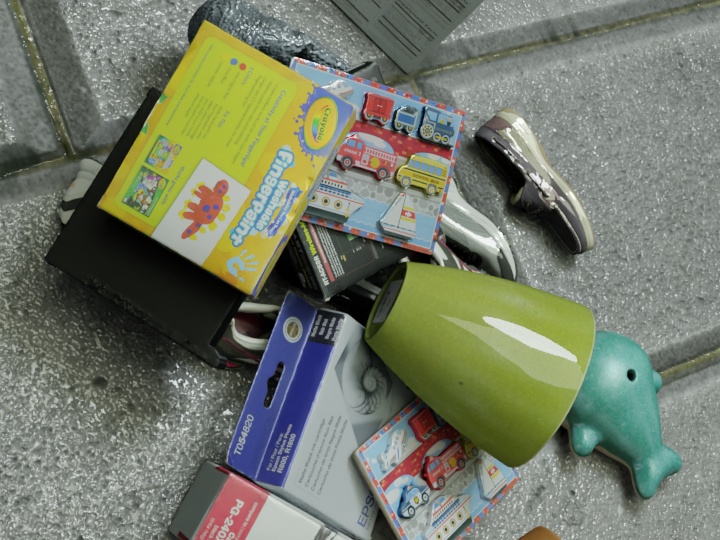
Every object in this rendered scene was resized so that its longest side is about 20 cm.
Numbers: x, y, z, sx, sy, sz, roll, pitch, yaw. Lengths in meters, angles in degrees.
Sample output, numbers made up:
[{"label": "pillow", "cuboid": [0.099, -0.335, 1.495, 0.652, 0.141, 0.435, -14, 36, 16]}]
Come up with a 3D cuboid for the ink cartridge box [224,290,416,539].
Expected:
[{"label": "ink cartridge box", "cuboid": [-0.032, 0.152, 1.482, 0.200, 0.040, 0.201, 37, 63, -39]}]

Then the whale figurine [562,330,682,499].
[{"label": "whale figurine", "cuboid": [0.307, 0.163, 1.651, 0.159, 0.104, 0.201, -33, 88, -30]}]

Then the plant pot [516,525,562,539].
[{"label": "plant pot", "cuboid": [0.177, 0.388, 1.476, 0.139, 0.200, 0.201, -27, 85, -13]}]

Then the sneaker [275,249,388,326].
[{"label": "sneaker", "cuboid": [0.000, 0.000, 1.583, 0.199, 0.072, 0.083, 30, 62, -13]}]

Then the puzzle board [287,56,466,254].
[{"label": "puzzle board", "cuboid": [0.004, -0.112, 1.420, 0.198, 0.017, 0.152, 14, 87, -23]}]

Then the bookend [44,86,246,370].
[{"label": "bookend", "cuboid": [-0.171, -0.039, 1.411, 0.198, 0.092, 0.201, 31, 86, 2]}]

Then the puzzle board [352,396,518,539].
[{"label": "puzzle board", "cuboid": [0.088, 0.211, 1.536, 0.200, 0.017, 0.152, -35, 99, -44]}]

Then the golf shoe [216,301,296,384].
[{"label": "golf shoe", "cuboid": [-0.078, 0.080, 1.512, 0.198, 0.088, 0.078, 13, 66, -22]}]

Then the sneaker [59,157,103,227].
[{"label": "sneaker", "cuboid": [-0.227, -0.031, 1.499, 0.199, 0.074, 0.080, 33, 77, -6]}]

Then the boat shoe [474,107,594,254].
[{"label": "boat shoe", "cuboid": [0.207, -0.098, 1.717, 0.065, 0.072, 0.201, -33, 91, -18]}]

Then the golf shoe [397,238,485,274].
[{"label": "golf shoe", "cuboid": [0.093, 0.018, 1.587, 0.200, 0.077, 0.088, 47, 18, -9]}]

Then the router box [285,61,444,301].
[{"label": "router box", "cuboid": [-0.021, -0.091, 1.454, 0.149, 0.062, 0.202, -27, 103, -20]}]

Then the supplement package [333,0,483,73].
[{"label": "supplement package", "cuboid": [0.085, -0.368, 1.672, 0.151, 0.200, 0.152, 43, 60, -6]}]

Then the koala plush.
[{"label": "koala plush", "cuboid": [-0.134, -0.169, 1.522, 0.183, 0.177, 0.201, 31, 84, -47]}]

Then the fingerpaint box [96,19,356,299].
[{"label": "fingerpaint box", "cuboid": [-0.122, -0.101, 1.335, 0.166, 0.073, 0.201, 29, 85, 1]}]

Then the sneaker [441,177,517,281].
[{"label": "sneaker", "cuboid": [0.103, -0.047, 1.654, 0.079, 0.074, 0.200, -42, 88, -19]}]

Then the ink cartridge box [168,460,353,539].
[{"label": "ink cartridge box", "cuboid": [-0.076, 0.275, 1.405, 0.199, 0.145, 0.084, 32, 79, -12]}]

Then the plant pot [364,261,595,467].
[{"label": "plant pot", "cuboid": [0.110, 0.078, 1.487, 0.199, 0.187, 0.188, 27, 64, -11]}]
